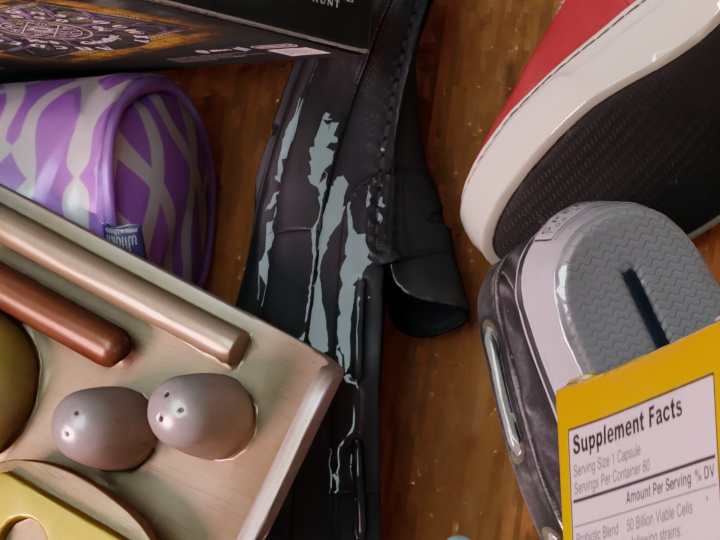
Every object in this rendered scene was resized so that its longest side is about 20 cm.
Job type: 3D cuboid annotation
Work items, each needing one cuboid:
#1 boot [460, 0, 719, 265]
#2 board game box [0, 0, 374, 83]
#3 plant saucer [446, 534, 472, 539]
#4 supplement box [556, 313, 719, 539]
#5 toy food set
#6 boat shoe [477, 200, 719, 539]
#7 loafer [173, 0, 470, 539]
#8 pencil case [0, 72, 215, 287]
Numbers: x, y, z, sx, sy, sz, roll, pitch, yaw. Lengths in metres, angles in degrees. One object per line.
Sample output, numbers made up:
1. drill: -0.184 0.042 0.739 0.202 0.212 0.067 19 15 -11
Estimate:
1. boot: 0.087 -0.103 0.765 0.200 0.072 0.145 -50 38 31
2. board game box: -0.111 -0.081 0.777 0.199 0.135 0.028 1 84 46
3. plant saucer: 0.067 0.162 0.668 0.070 0.019 0.200 -43 92 -18
4. supplement box: 0.118 0.117 0.625 0.109 0.109 0.201 2 79 -17
5. toy food set: -0.115 0.052 0.746 0.199 0.060 0.144 27 95 24
6. boat shoe: 0.089 0.078 0.723 0.072 0.071 0.201 -17 88 -22
7. loafer: 0.000 0.000 0.788 0.070 0.068 0.202 12 77 5
8. pencil case: -0.138 -0.014 0.843 0.199 0.084 0.086 -2 117 24
